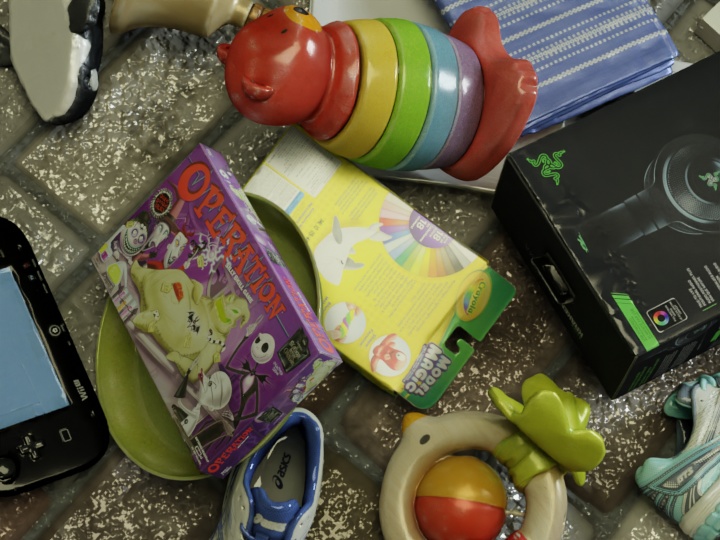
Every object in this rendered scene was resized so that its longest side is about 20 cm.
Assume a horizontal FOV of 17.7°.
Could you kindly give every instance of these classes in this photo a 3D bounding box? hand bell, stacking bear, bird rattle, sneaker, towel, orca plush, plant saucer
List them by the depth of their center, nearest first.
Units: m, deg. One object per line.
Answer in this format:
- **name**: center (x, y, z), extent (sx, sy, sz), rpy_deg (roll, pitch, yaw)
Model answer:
- **sneaker**: center (-0.073, 0.183, 1.542), extent (0.075, 0.088, 0.201), rpy_deg (14, 68, -4)
- **plant saucer**: center (-0.097, 0.046, 1.569), extent (0.031, 0.200, 0.201), rpy_deg (22, 62, -49)
- **bird rattle**: center (0.094, 0.169, 1.579), extent (0.163, 0.113, 0.201), rpy_deg (7, 92, 17)
- **stacking bear**: center (0.001, -0.129, 1.600), extent (0.199, 0.114, 0.122), rpy_deg (8, 32, -28)
- **sneaker**: center (0.266, 0.093, 1.633), extent (0.086, 0.078, 0.200), rpy_deg (32, 67, 9)
- **hand bell**: center (-0.071, -0.179, 1.679), extent (0.200, 0.104, 0.104), rpy_deg (25, 67, 1)
- **orca plush**: center (-0.224, -0.199, 1.701), extent (0.105, 0.071, 0.200), rpy_deg (-38, 67, 26)
- **towel**: center (0.130, -0.204, 1.732), extent (0.145, 0.024, 0.200), rpy_deg (-25, 71, -13)

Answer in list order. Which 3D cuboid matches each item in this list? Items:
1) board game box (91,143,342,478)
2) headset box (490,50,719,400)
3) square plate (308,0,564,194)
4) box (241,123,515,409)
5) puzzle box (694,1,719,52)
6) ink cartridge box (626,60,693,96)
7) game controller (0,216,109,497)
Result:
- **board game box**: center (-0.099, 0.025, 1.542), extent (0.120, 0.032, 0.200), rpy_deg (-43, 53, 15)
- **headset box**: center (0.210, -0.031, 1.628), extent (0.200, 0.093, 0.174), rpy_deg (-25, 72, -15)
- **square plate**: center (0.055, -0.148, 1.724), extent (0.199, 0.028, 0.199), rpy_deg (7, 67, -5)
- **box**: center (0.000, 0.000, 1.634), extent (0.200, 0.048, 0.117), rpy_deg (37, 84, 9)
- **puzzle box**: center (0.372, -0.161, 1.775), extent (0.200, 0.025, 0.133), rpy_deg (44, 69, 10)
- **ink cartridge box**: center (0.239, -0.060, 1.711), extent (0.094, 0.037, 0.201), rpy_deg (9, 65, -3)
- **game controller**: center (-0.250, 0.057, 1.592), extent (0.104, 0.042, 0.200), rpy_deg (-22, 73, -15)
